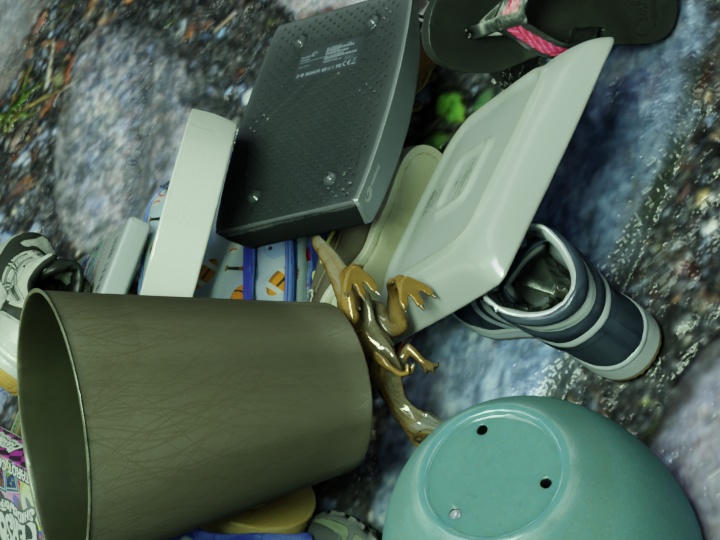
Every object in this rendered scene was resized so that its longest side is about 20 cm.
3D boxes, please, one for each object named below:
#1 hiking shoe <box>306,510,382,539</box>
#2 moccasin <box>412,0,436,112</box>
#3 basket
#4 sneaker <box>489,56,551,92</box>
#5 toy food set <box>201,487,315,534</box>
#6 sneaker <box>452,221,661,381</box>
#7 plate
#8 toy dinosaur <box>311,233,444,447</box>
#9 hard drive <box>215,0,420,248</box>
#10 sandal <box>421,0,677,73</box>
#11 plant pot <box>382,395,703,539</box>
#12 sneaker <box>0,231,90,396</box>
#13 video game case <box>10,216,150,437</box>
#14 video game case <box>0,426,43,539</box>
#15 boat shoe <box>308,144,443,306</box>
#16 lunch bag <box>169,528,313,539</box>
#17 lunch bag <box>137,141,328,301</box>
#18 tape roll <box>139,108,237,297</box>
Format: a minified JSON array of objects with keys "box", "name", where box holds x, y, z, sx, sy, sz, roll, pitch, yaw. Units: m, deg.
[{"box":[0.010,0.234,1.360,0.101,0.076,0.200,-52,43,0],"name":"hiking shoe"},{"box":[0.025,-0.158,1.592,0.073,0.078,0.202,26,81,32],"name":"moccasin"},{"box":[-0.104,0.088,1.341,0.136,0.199,0.182,10,107,63],"name":"basket"},{"box":[0.109,-0.202,1.515,0.201,0.072,0.072,66,151,14],"name":"sneaker"},{"box":[-0.129,0.130,1.476,0.198,0.198,0.049,-106,22,-69],"name":"toy food set"},{"box":[0.099,0.006,1.391,0.199,0.108,0.070,22,81,47],"name":"sneaker"},{"box":[0.079,-0.055,1.418,0.200,0.032,0.200,-64,13,-24],"name":"plate"},{"box":[-0.001,0.028,1.402,0.201,0.060,0.106,64,153,23],"name":"toy dinosaur"},{"box":[-0.024,-0.106,1.493,0.134,0.042,0.201,-12,47,31],"name":"hard drive"},{"box":[0.134,-0.177,1.418,0.045,0.199,0.076,-165,67,-66],"name":"sandal"},{"box":[0.096,0.152,1.243,0.199,0.135,0.201,-10,53,14],"name":"plant pot"},{"box":[-0.244,0.018,1.638,0.088,0.076,0.200,-43,25,17],"name":"sneaker"},{"box":[-0.230,0.069,1.658,0.182,0.022,0.201,-29,40,65],"name":"video game case"},{"box":[-0.259,0.211,1.576,0.199,0.036,0.183,20,119,46],"name":"video game case"},{"box":[0.000,0.000,1.518,0.059,0.072,0.201,5,67,52],"name":"boat shoe"},{"box":[-0.107,0.289,1.397,0.200,0.123,0.171,126,145,-49],"name":"lunch bag"},{"box":[-0.093,-0.004,1.603,0.159,0.075,0.201,-21,54,30],"name":"lunch bag"},{"box":[-0.128,-0.011,1.471,0.203,0.037,0.204,-164,90,-85],"name":"tape roll"}]
